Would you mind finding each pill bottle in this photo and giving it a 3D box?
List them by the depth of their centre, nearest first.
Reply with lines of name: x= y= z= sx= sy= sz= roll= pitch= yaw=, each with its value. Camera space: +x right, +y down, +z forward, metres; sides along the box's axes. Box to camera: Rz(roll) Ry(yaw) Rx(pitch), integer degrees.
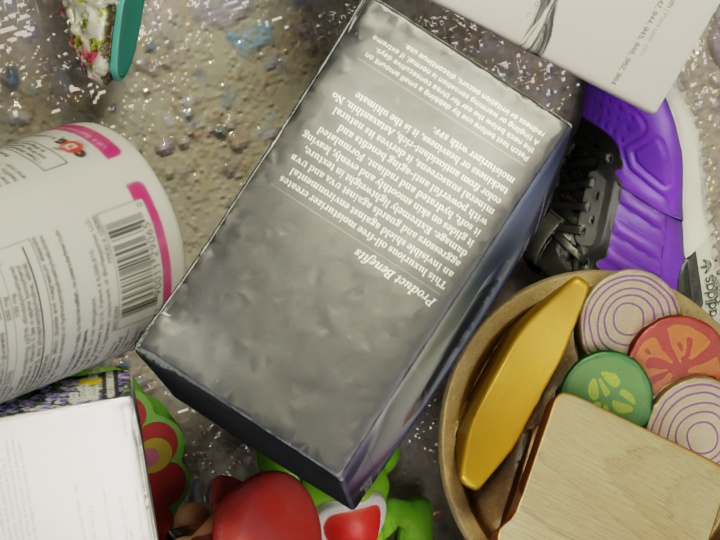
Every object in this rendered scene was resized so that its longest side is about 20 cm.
pill bottle: x=-0.190 y=0.010 z=1.263 sx=0.199 sy=0.113 sz=0.114 roll=-22 pitch=119 yaw=-37

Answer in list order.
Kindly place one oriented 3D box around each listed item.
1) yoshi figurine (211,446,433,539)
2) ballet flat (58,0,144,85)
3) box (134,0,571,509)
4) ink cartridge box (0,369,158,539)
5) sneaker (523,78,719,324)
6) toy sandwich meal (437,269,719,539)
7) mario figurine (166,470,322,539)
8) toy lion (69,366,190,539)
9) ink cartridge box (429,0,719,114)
yoshi figurine: x=-0.013 y=0.136 z=1.492 sx=0.112 sy=0.112 sz=0.201 roll=-24 pitch=109 yaw=-56
ballet flat: x=-0.123 y=-0.193 z=1.326 sx=0.064 sy=0.076 sz=0.201 roll=15 pitch=102 yaw=6
box: x=0.000 y=0.000 z=1.331 sx=0.123 sy=0.200 sz=0.199 roll=33 pitch=84 yaw=6
ink cartridge box: x=-0.199 y=0.118 z=1.301 sx=0.199 sy=0.050 sz=0.110 roll=-9 pitch=107 yaw=-4
sneaker: x=0.133 y=-0.035 z=1.477 sx=0.099 sy=0.070 sz=0.201 roll=-19 pitch=116 yaw=-10
toy sandwich meal: x=0.130 y=0.095 z=1.404 sx=0.204 sy=0.070 sz=0.206 roll=3 pitch=80 yaw=-15
mario figurine: x=-0.102 y=0.175 z=1.405 sx=0.106 sy=0.123 sz=0.200 roll=44 pitch=99 yaw=2
toy lion: x=-0.193 y=0.125 z=1.425 sx=0.200 sy=0.069 sz=0.192 roll=-47 pitch=127 yaw=2
ink cartridge box: x=0.063 y=-0.170 z=1.351 sx=0.199 sy=0.146 sz=0.084 roll=25 pitch=101 yaw=-27
